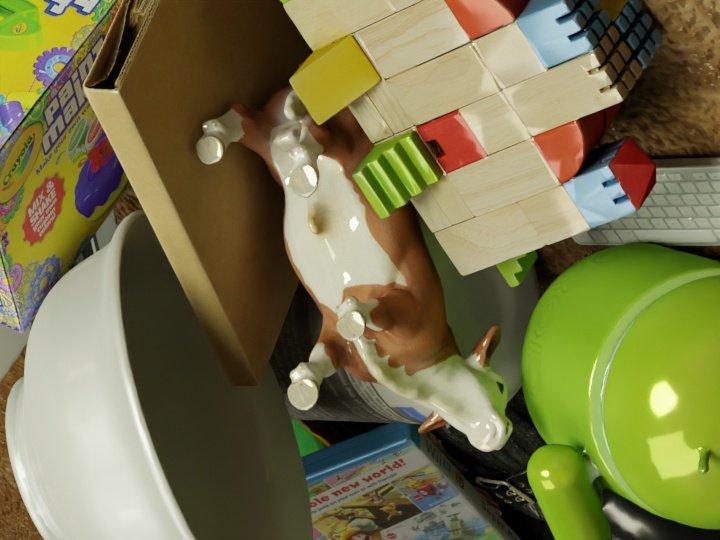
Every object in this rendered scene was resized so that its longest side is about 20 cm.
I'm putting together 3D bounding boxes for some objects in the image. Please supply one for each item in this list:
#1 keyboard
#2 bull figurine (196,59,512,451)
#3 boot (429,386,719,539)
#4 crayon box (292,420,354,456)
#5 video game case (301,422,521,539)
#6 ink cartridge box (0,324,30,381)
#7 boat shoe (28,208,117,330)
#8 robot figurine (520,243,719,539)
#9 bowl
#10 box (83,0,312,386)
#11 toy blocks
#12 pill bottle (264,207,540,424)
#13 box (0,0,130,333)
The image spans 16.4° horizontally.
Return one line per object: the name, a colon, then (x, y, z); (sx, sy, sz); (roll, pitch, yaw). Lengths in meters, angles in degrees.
keyboard: (0.165, -0.030, 1.144); (0.199, 0.011, 0.056); (1, 137, 44)
bull figurine: (0.000, 0.000, 1.132); (0.065, 0.121, 0.201); (-27, 85, 25)
boot: (0.122, 0.100, 1.306); (0.210, 0.080, 0.158); (4, 139, 42)
crayon box: (-0.043, 0.108, 1.447); (0.200, 0.058, 0.119); (39, -177, -10)
video game case: (0.016, 0.163, 1.359); (0.143, 0.018, 0.200); (-22, 133, 23)
ink cartridge box: (-0.272, -0.043, 1.412); (0.147, 0.145, 0.200); (11, 144, 32)
boat shoe: (-0.159, 0.007, 1.354); (0.069, 0.056, 0.201); (-23, 77, 65)
robot figurine: (0.145, 0.051, 1.140); (0.116, 0.175, 0.200); (58, 170, -15)
bowl: (-0.103, 0.080, 1.163); (0.090, 0.202, 0.201); (-21, 127, 16)
box: (-0.061, -0.071, 1.149); (0.021, 0.164, 0.200); (2, 140, 22)
toy blocks: (0.065, -0.089, 1.086); (0.136, 0.100, 0.200); (-20, 112, 38)
pill bottle: (-0.015, 0.021, 1.289); (0.199, 0.114, 0.114); (-2, 135, 45)
box: (-0.194, -0.111, 1.181); (0.192, 0.200, 0.122); (23, 149, 19)
